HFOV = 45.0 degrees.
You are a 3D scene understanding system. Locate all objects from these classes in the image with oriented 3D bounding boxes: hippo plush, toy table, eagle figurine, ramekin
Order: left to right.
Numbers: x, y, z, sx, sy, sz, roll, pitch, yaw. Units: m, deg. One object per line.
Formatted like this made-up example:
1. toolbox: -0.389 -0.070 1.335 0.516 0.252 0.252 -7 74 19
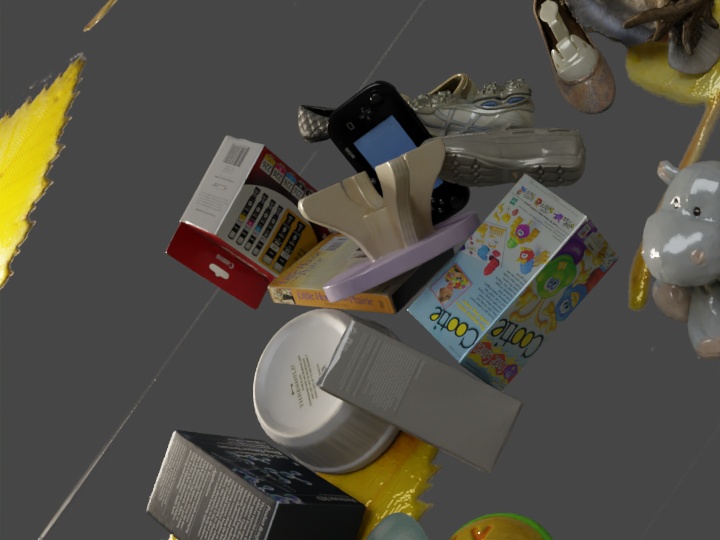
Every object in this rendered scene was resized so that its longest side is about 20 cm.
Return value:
1. ramekin: -0.042 0.140 1.062 0.201 0.094 0.204 -18 56 29
2. toy table: 0.031 -0.061 0.984 0.199 0.118 0.183 -27 7 -27
3. eagle figurine: 0.343 -0.332 1.008 0.200 0.150 0.152 -111 39 -59
4. hippo plush: 0.350 -0.026 0.805 0.159 0.161 0.201 32 87 44

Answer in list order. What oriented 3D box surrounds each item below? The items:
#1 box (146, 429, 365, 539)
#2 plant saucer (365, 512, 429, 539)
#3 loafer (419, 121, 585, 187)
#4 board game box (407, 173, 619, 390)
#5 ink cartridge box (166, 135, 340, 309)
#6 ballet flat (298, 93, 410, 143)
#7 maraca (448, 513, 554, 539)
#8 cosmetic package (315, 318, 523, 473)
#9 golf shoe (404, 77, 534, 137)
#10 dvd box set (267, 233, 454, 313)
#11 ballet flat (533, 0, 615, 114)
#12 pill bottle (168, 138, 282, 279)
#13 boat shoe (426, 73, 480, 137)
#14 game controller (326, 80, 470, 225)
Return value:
1. box: -0.122 0.275 1.000 0.199 0.148 0.108 21 91 42
2. plant saucer: 0.021 0.346 0.869 0.201 0.038 0.203 -171 90 -68
3. loafer: 0.168 -0.142 1.042 0.198 0.070 0.070 4 61 6
4. board game box: 0.169 0.015 0.962 0.200 0.103 0.105 -49 47 4
5. ink cartridge box: -0.134 -0.049 1.165 0.083 0.200 0.177 19 78 41
6. ballet flat: -0.016 -0.228 1.262 0.199 0.057 0.066 -7 21 36
7. maraca: 0.113 0.315 0.839 0.199 0.107 0.138 -34 47 29
8. cosmetic package: 0.064 0.134 0.919 0.199 0.107 0.091 28 82 12
9. golf shoe: 0.122 -0.180 1.100 0.198 0.098 0.078 -2 22 24
10. dvd box set: 0.000 0.000 1.100 0.199 0.030 0.146 3 31 38
11. ballet flat: 0.257 -0.278 1.082 0.068 0.067 0.201 -31 51 21
12. pill bottle: -0.193 -0.089 1.295 0.112 0.112 0.201 20 79 42
13. boat shoe: 0.072 -0.196 1.182 0.200 0.063 0.074 -27 52 23
14. game controller: 0.048 -0.138 1.090 0.104 0.200 0.042 -36 19 14
